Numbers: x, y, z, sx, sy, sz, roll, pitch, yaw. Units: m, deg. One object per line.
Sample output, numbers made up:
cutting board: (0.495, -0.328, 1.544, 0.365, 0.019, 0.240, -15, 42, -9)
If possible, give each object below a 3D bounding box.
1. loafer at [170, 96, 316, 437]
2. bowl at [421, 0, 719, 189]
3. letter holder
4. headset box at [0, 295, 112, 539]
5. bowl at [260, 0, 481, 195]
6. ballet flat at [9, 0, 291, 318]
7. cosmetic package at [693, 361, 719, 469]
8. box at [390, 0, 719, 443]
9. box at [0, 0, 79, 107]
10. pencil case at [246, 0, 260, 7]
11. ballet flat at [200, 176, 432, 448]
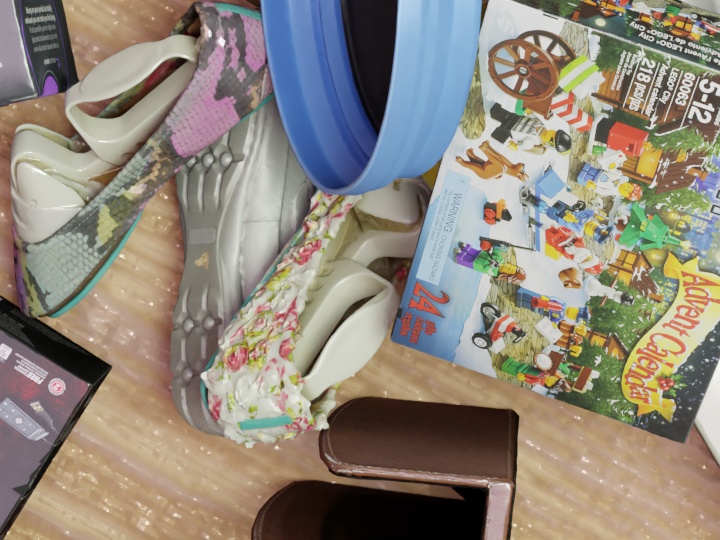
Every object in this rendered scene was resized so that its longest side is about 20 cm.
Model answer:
loafer: (-0.046, -0.021, 1.345, 0.070, 0.070, 0.200, 5, 90, -36)
bowl: (0.109, -0.100, 1.225, 0.200, 0.108, 0.200, 0, 88, -2)
letter holder: (-0.005, 0.117, 1.282, 0.142, 0.200, 0.101, 7, 96, 3)
headset box: (-0.235, 0.093, 1.355, 0.149, 0.077, 0.200, 33, 95, -1)
bowl: (0.003, -0.131, 1.178, 0.039, 0.201, 0.201, -3, 96, -17)
ballet flat: (-0.115, -0.057, 1.312, 0.071, 0.069, 0.200, 26, 125, -35)
cosmetic package: (0.197, 0.077, 1.317, 0.073, 0.104, 0.200, -30, 95, 5)
box: (0.099, -0.027, 1.177, 0.136, 0.038, 0.200, 19, 134, 5)
box: (-0.205, -0.168, 1.304, 0.106, 0.122, 0.200, -10, 95, 5)
pencil case: (0.047, -0.119, 1.317, 0.200, 0.083, 0.087, 30, 125, 0)
ballet flat: (0.000, 0.000, 1.298, 0.076, 0.064, 0.200, 52, 57, -40)
